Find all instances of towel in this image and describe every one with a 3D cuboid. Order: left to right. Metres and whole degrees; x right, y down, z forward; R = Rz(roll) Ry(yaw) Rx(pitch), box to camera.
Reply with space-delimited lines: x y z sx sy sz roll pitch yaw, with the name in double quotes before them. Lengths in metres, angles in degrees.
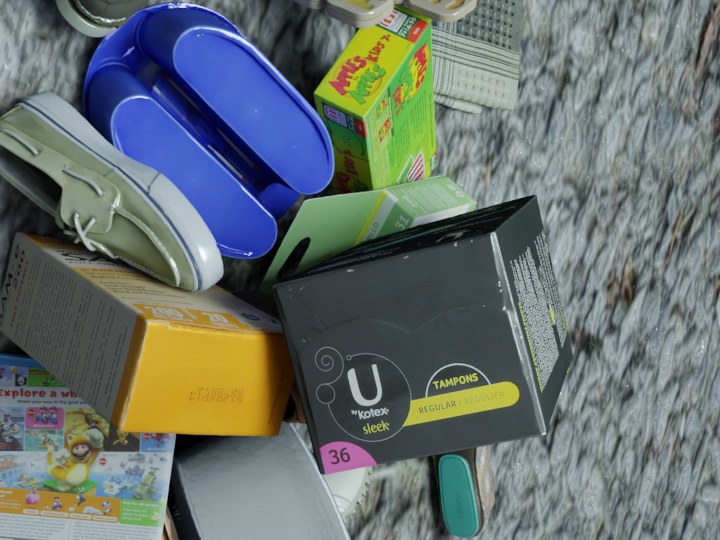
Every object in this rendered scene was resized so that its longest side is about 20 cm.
"towel" 0.080 -0.253 1.058 0.198 0.034 0.196 6 89 -40

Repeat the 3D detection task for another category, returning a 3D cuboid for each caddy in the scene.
"caddy" -0.113 -0.104 0.853 0.142 0.105 0.200 -47 120 -3

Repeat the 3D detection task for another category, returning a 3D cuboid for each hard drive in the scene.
"hard drive" -0.072 0.212 0.891 0.133 0.042 0.203 -24 89 -29

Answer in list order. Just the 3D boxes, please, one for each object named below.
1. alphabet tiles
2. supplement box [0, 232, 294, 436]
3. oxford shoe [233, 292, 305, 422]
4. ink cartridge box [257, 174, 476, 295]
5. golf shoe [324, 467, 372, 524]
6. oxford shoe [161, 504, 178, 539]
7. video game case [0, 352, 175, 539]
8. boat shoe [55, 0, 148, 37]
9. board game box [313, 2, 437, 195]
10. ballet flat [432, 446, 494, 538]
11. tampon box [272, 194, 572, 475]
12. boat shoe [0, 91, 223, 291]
"alphabet tiles" 0.036 -0.256 0.906 0.199 0.194 0.015 -38 140 -28
"supplement box" -0.148 0.040 0.771 0.125 0.199 0.075 9 100 -42
"oxford shoe" -0.035 0.091 0.885 0.199 0.071 0.072 32 58 -37
"ink cartridge box" 0.000 0.000 0.932 0.199 0.048 0.147 -18 143 -54
"golf shoe" -0.072 0.189 0.949 0.199 0.078 0.099 -35 112 -34
"oxford shoe" -0.176 0.230 0.865 0.070 0.071 0.204 -13 104 -30
"video game case" -0.210 0.168 0.814 0.140 0.018 0.204 8 91 -12
"boat shoe" -0.142 -0.250 0.815 0.072 0.060 0.203 42 55 -20
"board game box" 0.017 -0.114 0.935 0.102 0.047 0.201 -57 161 -21
"ballet flat" 0.099 0.160 1.112 0.067 0.067 0.204 -32 123 -55
"tampon box" 0.053 0.038 0.770 0.200 0.147 0.129 -30 106 -71
"boat shoe" -0.175 -0.044 0.762 0.062 0.199 0.073 -39 154 -31
